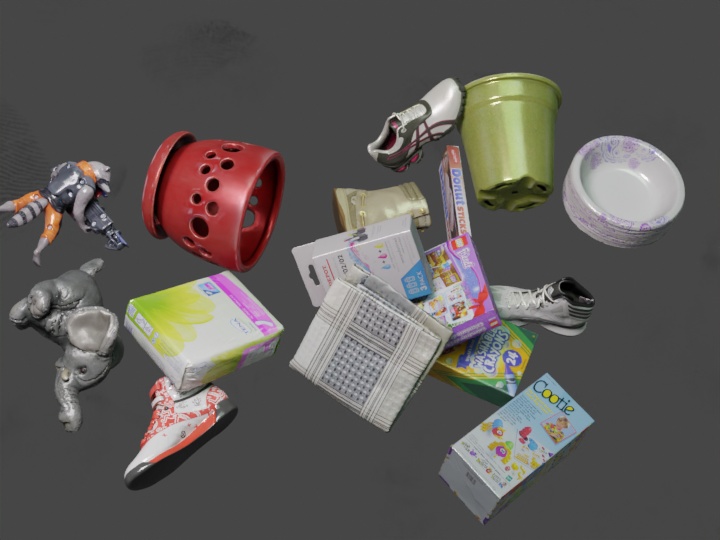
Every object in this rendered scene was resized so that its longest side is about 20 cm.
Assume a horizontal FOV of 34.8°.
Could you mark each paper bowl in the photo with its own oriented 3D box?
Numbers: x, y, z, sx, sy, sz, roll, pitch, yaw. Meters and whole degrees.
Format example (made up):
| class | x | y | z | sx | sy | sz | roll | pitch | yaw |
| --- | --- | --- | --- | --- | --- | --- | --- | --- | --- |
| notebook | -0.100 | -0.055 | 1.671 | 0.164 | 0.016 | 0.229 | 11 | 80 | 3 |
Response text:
| class | x | y | z | sx | sy | sz | roll | pitch | yaw |
| --- | --- | --- | --- | --- | --- | --- | --- | --- | --- |
| paper bowl | 0.448 | -0.126 | 1.986 | 0.200 | 0.104 | 0.201 | 5 | 55 | -7 |

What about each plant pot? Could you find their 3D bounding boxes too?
| class | x | y | z | sx | sy | sz | roll | pitch | yaw |
| --- | --- | --- | --- | --- | --- | --- | --- | --- | --- |
| plant pot | 0.256 | -0.208 | 1.974 | 0.200 | 0.200 | 0.184 | 1 | 68 | -9 |
| plant pot | -0.236 | -0.112 | 1.813 | 0.182 | 0.200 | 0.201 | 15 | 55 | 9 |

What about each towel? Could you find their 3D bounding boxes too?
| class | x | y | z | sx | sy | sz | roll | pitch | yaw |
| --- | --- | --- | --- | --- | --- | --- | --- | --- | --- |
| towel | 0.013 | 0.115 | 1.720 | 0.192 | 0.200 | 0.035 | 34 | 14 | 13 |

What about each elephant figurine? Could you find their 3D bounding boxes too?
| class | x | y | z | sx | sy | sz | roll | pitch | yaw |
| --- | --- | --- | --- | --- | --- | --- | --- | --- | --- |
| elephant figurine | -0.407 | 0.108 | 1.693 | 0.200 | 0.155 | 0.141 | 48 | 18 | 10 |

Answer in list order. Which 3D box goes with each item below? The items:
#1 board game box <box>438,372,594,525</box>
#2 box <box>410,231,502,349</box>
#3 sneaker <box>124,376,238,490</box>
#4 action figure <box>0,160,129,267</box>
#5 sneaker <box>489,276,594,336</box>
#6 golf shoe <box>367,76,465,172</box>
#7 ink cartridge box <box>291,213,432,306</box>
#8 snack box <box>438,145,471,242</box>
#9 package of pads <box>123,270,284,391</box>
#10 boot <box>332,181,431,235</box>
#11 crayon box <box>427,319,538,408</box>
| class | x | y | z | sx | sy | sz | roll | pitch | yaw |
| --- | --- | --- | --- | --- | --- | --- | --- | --- | --- |
| board game box | 0.228 | 0.261 | 1.691 | 0.200 | 0.103 | 0.105 | -32 | 67 | -26 |
| box | 0.132 | 0.037 | 1.792 | 0.137 | 0.039 | 0.200 | -25 | 37 | 11 |
| sneaker | -0.284 | 0.224 | 1.656 | 0.108 | 0.067 | 0.201 | 42 | 56 | 19 |
| action figure | -0.462 | -0.097 | 1.822 | 0.200 | 0.105 | 0.193 | 37 | 68 | 18 |
| sneaker | 0.278 | 0.039 | 1.841 | 0.200 | 0.115 | 0.076 | 10 | 56 | -3 |
| golf shoe | 0.098 | -0.250 | 1.959 | 0.088 | 0.200 | 0.077 | 14 | 34 | -49 |
| ink cartridge box | 0.000 | 0.000 | 1.773 | 0.200 | 0.115 | 0.068 | -16 | 24 | 12 |
| snack box | 0.160 | -0.113 | 1.949 | 0.024 | 0.072 | 0.200 | 1 | 56 | -8 |
| package of pads | -0.230 | 0.089 | 1.716 | 0.200 | 0.068 | 0.155 | -19 | 54 | -43 |
| boot | 0.045 | -0.063 | 1.895 | 0.155 | 0.073 | 0.200 | -7 | 50 | -11 |
| crayon box | 0.164 | 0.120 | 1.807 | 0.200 | 0.052 | 0.126 | 23 | 56 | 7 |
